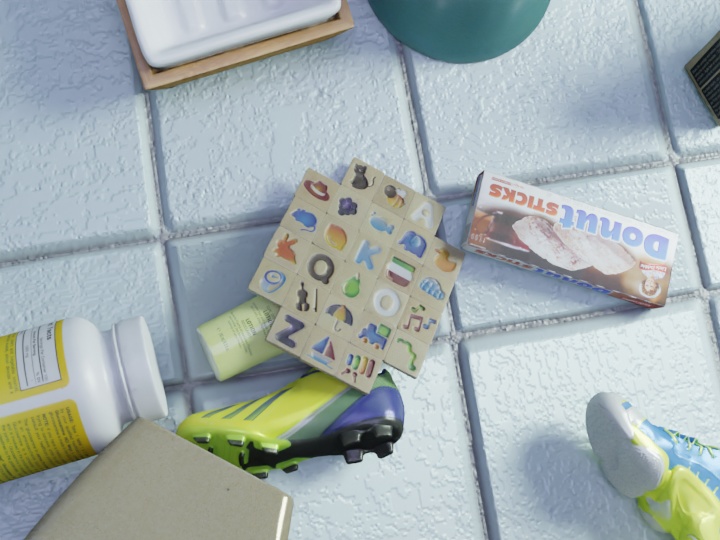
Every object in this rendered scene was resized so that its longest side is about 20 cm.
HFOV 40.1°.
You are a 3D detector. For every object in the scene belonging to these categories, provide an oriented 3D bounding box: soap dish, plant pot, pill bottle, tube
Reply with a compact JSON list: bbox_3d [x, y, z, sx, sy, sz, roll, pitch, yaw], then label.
[{"bbox_3d":[-0.122,-0.259,0.894,0.196,0.081,0.160,-18,83,-10],"label":"soap dish"},{"bbox_3d":[0.103,-0.313,0.889,0.196,0.161,0.205,1,80,-6],"label":"plant pot"},{"bbox_3d":[-0.262,0.104,0.797,0.196,0.112,0.115,-15,82,-9],"label":"pill bottle"},{"bbox_3d":[-0.152,0.231,0.756,0.197,0.200,0.179,27,68,-1],"label":"plant pot"},{"bbox_3d":[-0.047,0.030,0.870,0.197,0.052,0.059,-25,118,-16],"label":"tube"}]

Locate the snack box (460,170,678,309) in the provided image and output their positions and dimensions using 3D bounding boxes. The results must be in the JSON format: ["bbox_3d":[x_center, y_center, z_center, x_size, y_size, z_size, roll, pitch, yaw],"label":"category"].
[{"bbox_3d":[0.194,-0.027,0.912,0.196,0.024,0.073,17,78,-7],"label":"snack box"}]

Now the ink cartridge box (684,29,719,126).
[{"bbox_3d":[0.421,-0.234,0.908,0.198,0.165,0.076,-30,82,-11],"label":"ink cartridge box"}]

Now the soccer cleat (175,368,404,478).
[{"bbox_3d":[-0.060,0.126,0.853,0.196,0.065,0.085,-5,51,-3],"label":"soccer cleat"}]

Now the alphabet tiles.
[{"bbox_3d":[0.000,0.000,0.870,0.164,0.006,0.202,27,62,-4],"label":"alphabet tiles"}]

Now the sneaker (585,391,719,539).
[{"bbox_3d":[0.284,0.174,0.875,0.104,0.076,0.202,-35,93,-23],"label":"sneaker"}]
